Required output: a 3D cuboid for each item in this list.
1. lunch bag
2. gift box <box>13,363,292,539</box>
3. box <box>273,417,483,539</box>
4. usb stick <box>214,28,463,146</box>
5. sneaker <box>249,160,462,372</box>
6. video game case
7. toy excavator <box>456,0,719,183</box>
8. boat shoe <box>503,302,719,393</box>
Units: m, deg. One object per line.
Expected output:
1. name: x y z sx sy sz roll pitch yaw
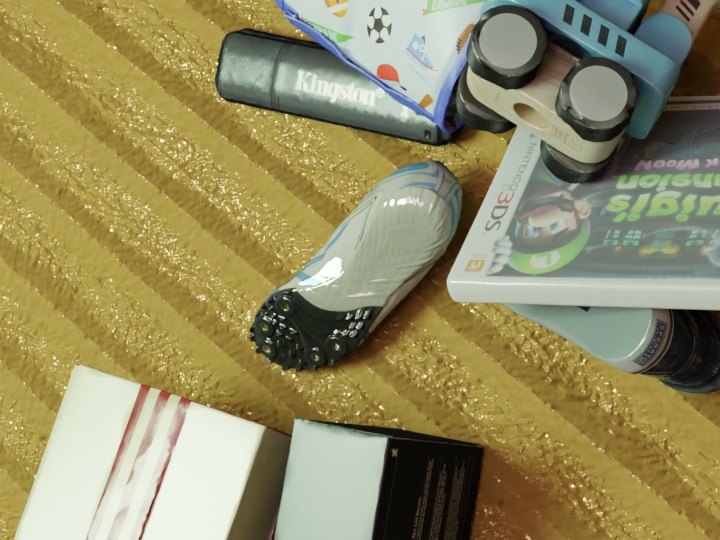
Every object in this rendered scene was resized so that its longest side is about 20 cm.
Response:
1. lunch bag: 0.056 -0.215 1.453 0.170 0.124 0.200 37 94 24
2. gift box: -0.133 0.184 1.476 0.199 0.184 0.188 13 81 32
3. box: 0.004 0.204 1.418 0.078 0.141 0.201 9 87 27
4. usb stick: -0.016 -0.131 1.529 0.199 0.033 0.056 14 90 28
5. sneaker: 0.000 0.000 1.496 0.072 0.073 0.200 45 119 -4
6. video game case: 0.173 -0.047 1.364 0.199 0.023 0.182 2 45 27
7. toy excavator: 0.182 -0.151 1.351 0.194 0.100 0.200 31 74 8
8. boat shoe: 0.158 0.022 1.405 0.071 0.091 0.200 -59 37 9
